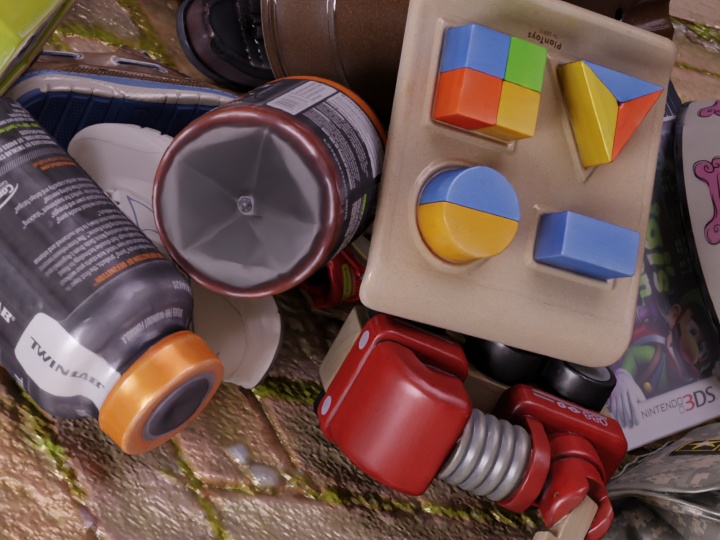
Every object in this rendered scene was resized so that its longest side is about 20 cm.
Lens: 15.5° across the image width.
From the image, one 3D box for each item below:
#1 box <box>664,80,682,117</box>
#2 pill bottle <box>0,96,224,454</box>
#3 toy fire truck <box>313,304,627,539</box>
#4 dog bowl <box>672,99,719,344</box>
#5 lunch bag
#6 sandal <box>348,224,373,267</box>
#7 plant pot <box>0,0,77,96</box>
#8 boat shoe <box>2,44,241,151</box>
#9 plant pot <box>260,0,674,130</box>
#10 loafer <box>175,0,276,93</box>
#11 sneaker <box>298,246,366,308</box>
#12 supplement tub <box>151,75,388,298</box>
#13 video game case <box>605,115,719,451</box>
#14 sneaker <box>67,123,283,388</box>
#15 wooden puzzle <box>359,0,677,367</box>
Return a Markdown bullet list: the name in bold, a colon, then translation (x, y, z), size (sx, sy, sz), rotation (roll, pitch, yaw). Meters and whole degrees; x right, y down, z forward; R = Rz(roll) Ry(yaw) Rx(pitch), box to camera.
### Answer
- **box**: translation (0.145, -0.090, 1.829), size (0.200, 0.107, 0.148), rotation (25, 35, -46)
- **pill bottle**: translation (-0.163, 0.007, 1.428), size (0.200, 0.106, 0.106), rotation (45, 31, 19)
- **toy fire truck**: translation (0.066, 0.121, 1.505), size (0.176, 0.129, 0.200), rotation (23, 21, -20)
- **dog bowl**: translation (0.274, -0.025, 1.753), size (0.200, 0.074, 0.200), rotation (-15, 90, -69)
- **lunch bag**: translation (0.247, 0.164, 1.605), size (0.200, 0.118, 0.164), rotation (32, 26, 20)
- **sandal**: translation (0.021, -0.046, 1.616), size (0.200, 0.054, 0.080), rotation (43, 43, 21)
- **plant pot**: translation (-0.259, -0.177, 1.496), size (0.181, 0.199, 0.200), rotation (39, 42, -5)
- **boat shoe**: translation (-0.139, -0.106, 1.658), size (0.200, 0.072, 0.072), rotation (11, 35, -36)
- **plant pot**: translation (0.077, -0.167, 1.655), size (0.198, 0.200, 0.200), rotation (15, 13, 39)
- **loafer**: translation (-0.038, -0.152, 1.724), size (0.200, 0.063, 0.072), rotation (9, 67, -54)
- **sneaker**: translation (0.000, 0.000, 1.655), size (0.200, 0.077, 0.085), rotation (21, 35, -3)
- **supplement tub**: translation (-0.042, -0.053, 1.493), size (0.107, 0.107, 0.200), rotation (37, 16, 4)
- **video game case**: translation (0.176, 0.008, 1.690), size (0.182, 0.023, 0.200), rotation (-14, 89, -50)
- **sneaker**: translation (-0.123, -0.014, 1.541), size (0.087, 0.075, 0.200), rotation (-4, 46, -42)
- **wooden puzzle**: translation (0.100, -0.058, 1.514), size (0.185, 0.200, 0.046), rotation (15, -7, -31)
